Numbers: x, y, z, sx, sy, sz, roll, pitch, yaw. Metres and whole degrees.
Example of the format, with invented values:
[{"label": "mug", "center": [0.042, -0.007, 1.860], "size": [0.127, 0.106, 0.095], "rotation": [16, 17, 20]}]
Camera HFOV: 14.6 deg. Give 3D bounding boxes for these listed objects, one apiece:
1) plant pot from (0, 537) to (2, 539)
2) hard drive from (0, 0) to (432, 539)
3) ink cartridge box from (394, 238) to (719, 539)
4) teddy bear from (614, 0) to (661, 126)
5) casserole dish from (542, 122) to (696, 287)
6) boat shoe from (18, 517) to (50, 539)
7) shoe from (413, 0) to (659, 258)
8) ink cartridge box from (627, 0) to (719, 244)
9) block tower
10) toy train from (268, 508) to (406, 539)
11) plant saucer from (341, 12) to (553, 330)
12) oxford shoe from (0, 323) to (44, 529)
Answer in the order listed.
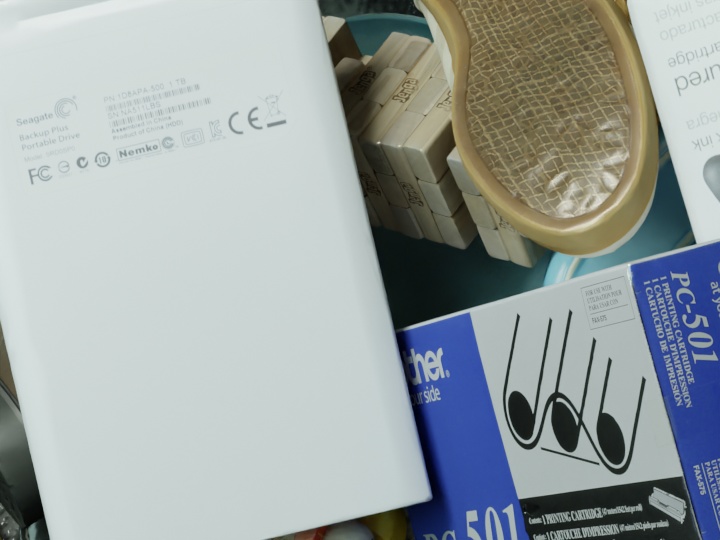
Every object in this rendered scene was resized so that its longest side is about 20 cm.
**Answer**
[{"label": "plant pot", "center": [-0.266, 0.122, 1.159], "size": [0.200, 0.200, 0.177], "rotation": [-32, 50, 24]}, {"label": "hard drive", "center": [-0.061, -0.004, 0.977], "size": [0.131, 0.025, 0.201], "rotation": [-13, 89, -3]}, {"label": "ink cartridge box", "center": [0.070, 0.051, 0.931], "size": [0.200, 0.044, 0.094], "rotation": [-18, 86, 66]}, {"label": "teddy bear", "center": [0.124, -0.139, 1.018], "size": [0.145, 0.067, 0.200], "rotation": [41, 103, 32]}, {"label": "casserole dish", "center": [0.144, -0.012, 0.968], "size": [0.121, 0.039, 0.200], "rotation": [47, 107, 14]}, {"label": "boat shoe", "center": [-0.072, 0.139, 1.086], "size": [0.200, 0.068, 0.072], "rotation": [41, 104, 36]}, {"label": "shoe", "center": [0.062, -0.069, 0.950], "size": [0.070, 0.053, 0.200], "rotation": [-35, 41, 13]}, {"label": "ink cartridge box", "center": [0.186, -0.012, 0.887], "size": [0.145, 0.084, 0.201], "rotation": [-17, 86, 20]}, {"label": "block tower", "center": [-0.002, -0.055, 1.049], "size": [0.200, 0.054, 0.058], "rotation": [17, 57, 37]}, {"label": "toy train", "center": [-0.059, 0.086, 1.029], "size": [0.150, 0.056, 0.201], "rotation": [-9, 65, 10]}, {"label": "plant saucer", "center": [0.000, 0.000, 1.094], "size": [0.200, 0.027, 0.201], "rotation": [-9, 74, 34]}, {"label": "oxford shoe", "center": [-0.144, 0.025, 1.173], "size": [0.084, 0.073, 0.200], "rotation": [-29, 45, -13]}]
